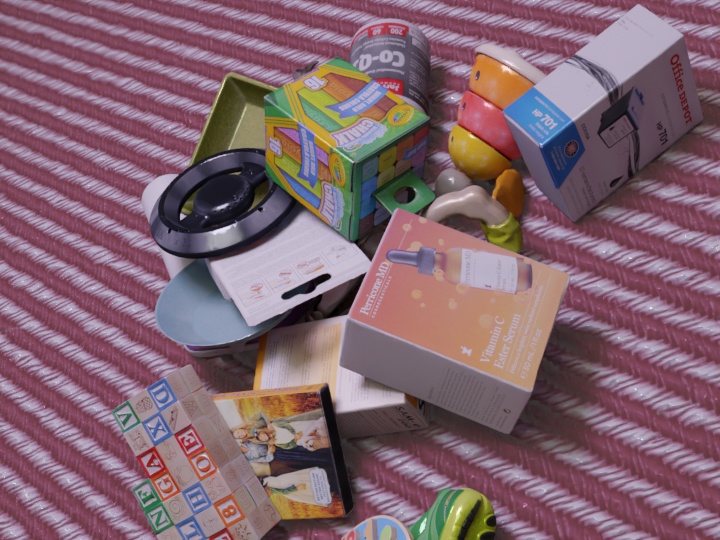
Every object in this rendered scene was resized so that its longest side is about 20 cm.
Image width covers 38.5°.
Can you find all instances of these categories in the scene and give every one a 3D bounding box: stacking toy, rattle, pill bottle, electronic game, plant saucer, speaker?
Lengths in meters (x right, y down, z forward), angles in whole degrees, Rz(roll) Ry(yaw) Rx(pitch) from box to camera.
[{"bbox_3d":[0.156,-0.162,1.270,0.146,0.146,0.201,38,97,40],"label":"stacking toy"},{"bbox_3d":[0.100,-0.035,1.237,0.200,0.130,0.144,-43,31,31],"label":"rattle"},{"bbox_3d":[0.036,-0.224,1.368,0.113,0.114,0.202,-11,54,21],"label":"pill bottle"},{"bbox_3d":[-0.169,-0.087,1.287,0.198,0.042,0.201,-12,41,10],"label":"electronic game"},{"bbox_3d":[-0.127,-0.140,1.375,0.198,0.048,0.202,22,90,24],"label":"plant saucer"},{"bbox_3d":[-0.150,0.036,1.259,0.199,0.039,0.202,-11,37,9],"label":"plant saucer"},{"bbox_3d":[-0.239,-0.042,1.415,0.081,0.081,0.201,-33,48,4],"label":"speaker"}]

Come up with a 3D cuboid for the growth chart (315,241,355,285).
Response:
[{"bbox_3d":[-0.076,-0.040,1.367,0.199,0.018,0.145,18,68,36],"label":"growth chart"}]

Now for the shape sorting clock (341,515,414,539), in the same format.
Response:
[{"bbox_3d":[-0.008,0.333,0.997,0.200,0.039,0.201,-50,20,26],"label":"shape sorting clock"}]

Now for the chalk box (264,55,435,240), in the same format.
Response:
[{"bbox_3d":[-0.003,-0.131,1.192,0.124,0.125,0.200,-34,57,-31],"label":"chalk box"}]

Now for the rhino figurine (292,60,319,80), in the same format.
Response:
[{"bbox_3d":[-0.077,-0.220,1.461,0.087,0.060,0.201,3,58,11],"label":"rhino figurine"}]

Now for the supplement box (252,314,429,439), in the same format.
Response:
[{"bbox_3d":[-0.021,0.124,1.187,0.198,0.074,0.127,-11,55,24],"label":"supplement box"}]

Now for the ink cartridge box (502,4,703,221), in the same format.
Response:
[{"bbox_3d":[0.280,-0.178,1.181,0.199,0.147,0.086,-37,47,1],"label":"ink cartridge box"}]

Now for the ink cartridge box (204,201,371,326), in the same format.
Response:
[{"bbox_3d":[-0.086,-0.004,1.214,0.160,0.050,0.200,-26,39,-11],"label":"ink cartridge box"}]

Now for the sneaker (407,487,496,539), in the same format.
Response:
[{"bbox_3d":[0.065,0.308,1.029,0.201,0.074,0.083,-57,23,-10],"label":"sneaker"}]

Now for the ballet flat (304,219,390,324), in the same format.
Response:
[{"bbox_3d":[0.000,0.000,1.259,0.069,0.071,0.201,33,77,17],"label":"ballet flat"}]

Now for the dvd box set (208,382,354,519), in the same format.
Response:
[{"bbox_3d":[-0.114,0.206,1.152,0.198,0.029,0.148,-7,99,24],"label":"dvd box set"}]

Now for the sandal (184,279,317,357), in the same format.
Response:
[{"bbox_3d":[-0.145,0.060,1.307,0.201,0.050,0.083,-24,58,18],"label":"sandal"}]

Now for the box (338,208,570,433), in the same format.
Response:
[{"bbox_3d":[0.097,0.052,1.086,0.198,0.107,0.153,21,58,6],"label":"box"}]

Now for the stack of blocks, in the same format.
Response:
[{"bbox_3d":[-0.191,0.221,1.134,0.115,0.059,0.201,-31,88,23],"label":"stack of blocks"}]
